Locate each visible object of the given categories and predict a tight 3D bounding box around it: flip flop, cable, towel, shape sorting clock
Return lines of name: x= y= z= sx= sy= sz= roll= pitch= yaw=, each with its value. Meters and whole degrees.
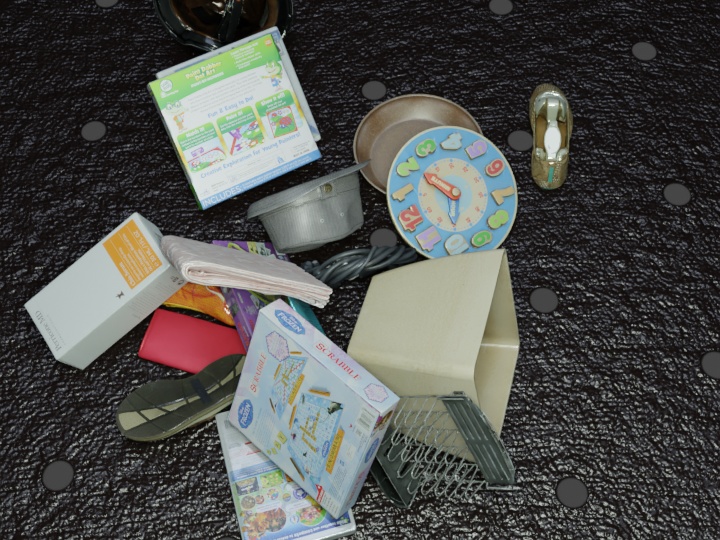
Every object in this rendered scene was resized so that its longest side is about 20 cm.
flip flop: x=-0.223 y=0.173 z=1.446 sx=0.198 sy=0.058 sz=0.081 roll=-24 pitch=58 yaw=-19
cable: x=0.000 y=0.000 z=1.477 sx=0.161 sy=0.200 sz=0.051 roll=-8 pitch=86 yaw=-12
towel: x=-0.150 y=0.001 z=1.381 sx=0.189 sy=0.200 sz=0.033 roll=13 pitch=95 yaw=-20
shape sorting clock: x=0.133 y=-0.109 z=1.579 sx=0.198 sy=0.039 sz=0.203 roll=1 pitch=85 yaw=-10

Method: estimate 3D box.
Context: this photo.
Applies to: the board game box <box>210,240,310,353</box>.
board game box: x=-0.126 y=0.045 z=1.502 sx=0.119 sy=0.032 sz=0.201 roll=5 pitch=49 yaw=-42

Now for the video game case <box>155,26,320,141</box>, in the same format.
video game case: x=-0.182 y=-0.246 z=1.654 sx=0.198 sy=0.022 sz=0.184 roll=-24 pitch=98 yaw=-13

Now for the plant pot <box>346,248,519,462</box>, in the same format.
plant pot: x=0.092 y=0.105 z=1.401 sx=0.175 sy=0.201 sz=0.201 roll=4 pitch=49 yaw=19

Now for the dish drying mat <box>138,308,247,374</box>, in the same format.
dish drying mat: x=-0.200 y=0.111 z=1.504 sx=0.198 sy=0.018 sz=0.077 roll=16 pitch=63 yaw=9

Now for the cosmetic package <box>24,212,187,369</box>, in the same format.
cosmetic package: x=-0.341 y=0.028 z=1.486 sx=0.200 sy=0.071 sz=0.102 roll=-40 pitch=68 yaw=2

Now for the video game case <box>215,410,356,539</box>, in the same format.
video game case: x=-0.098 y=0.260 z=1.414 sx=0.142 sy=0.018 sz=0.202 roll=-14 pitch=60 yaw=-8

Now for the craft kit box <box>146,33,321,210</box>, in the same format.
craft kit box: x=-0.185 y=-0.219 z=1.622 sx=0.198 sy=0.048 sz=0.199 roll=-24 pitch=101 yaw=-13

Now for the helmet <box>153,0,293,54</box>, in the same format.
helmet: x=-0.219 y=-0.427 z=1.724 sx=0.199 sy=0.201 sz=0.190 roll=-36 pitch=46 yaw=-19

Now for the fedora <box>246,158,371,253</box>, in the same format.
fedora: x=-0.061 y=-0.080 z=1.555 sx=0.199 sy=0.176 sz=0.091 roll=-23 pitch=93 yaw=-40

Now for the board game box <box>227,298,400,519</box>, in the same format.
board game box: x=-0.063 y=0.170 z=1.343 sx=0.199 sy=0.201 sz=0.041 roll=38 pitch=41 yaw=21

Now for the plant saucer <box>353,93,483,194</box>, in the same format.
plant saucer: x=0.088 y=-0.178 z=1.660 sx=0.198 sy=0.037 sz=0.202 roll=-1 pitch=60 yaw=1

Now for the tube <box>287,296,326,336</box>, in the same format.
tube: x=-0.049 y=0.124 z=1.433 sx=0.050 sy=0.077 sz=0.202 roll=-22 pitch=79 yaw=4

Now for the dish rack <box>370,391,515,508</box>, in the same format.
dish rack: x=0.086 y=0.215 z=1.321 sx=0.199 sy=0.154 sz=0.055 roll=-8 pitch=30 yaw=46

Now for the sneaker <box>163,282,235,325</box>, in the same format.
sneaker: x=-0.244 y=0.030 z=1.535 sx=0.199 sy=0.073 sz=0.078 roll=30 pitch=85 yaw=22

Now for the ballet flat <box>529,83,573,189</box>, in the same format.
ballet flat: x=0.291 y=-0.218 z=1.662 sx=0.070 sy=0.066 sz=0.202 roll=1 pitch=59 yaw=2
